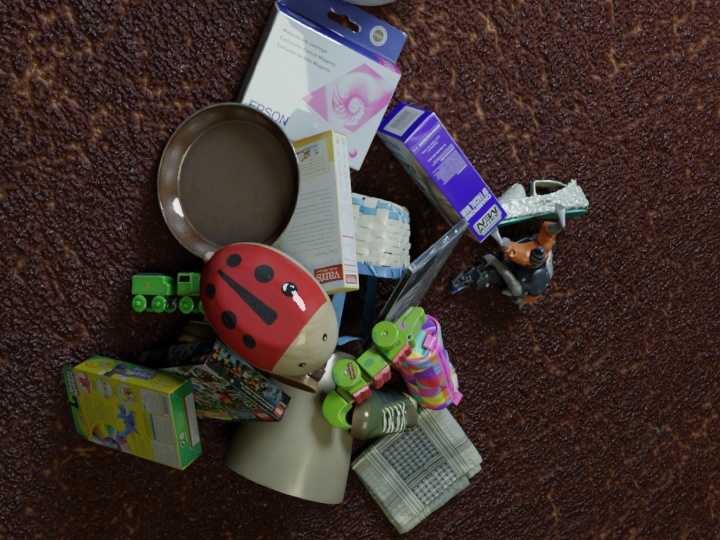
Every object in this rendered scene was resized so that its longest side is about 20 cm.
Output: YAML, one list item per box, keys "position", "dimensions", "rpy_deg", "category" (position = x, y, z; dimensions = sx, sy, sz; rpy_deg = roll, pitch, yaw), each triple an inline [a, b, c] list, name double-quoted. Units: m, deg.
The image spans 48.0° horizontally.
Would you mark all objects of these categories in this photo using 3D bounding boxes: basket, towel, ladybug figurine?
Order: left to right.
- position: [-0.117, 0.045, 0.977]
  dimensions: [0.199, 0.072, 0.137]
  rpy_deg: [36, 90, 6]
  category: "ladybug figurine"
- position: [0.000, 0.000, 1.124]
  dimensions: [0.137, 0.176, 0.203]
  rpy_deg: [5, 89, 14]
  category: "basket"
- position: [0.100, 0.331, 1.363]
  dimensions: [0.192, 0.035, 0.201]
  rpy_deg: [-38, 119, -7]
  category: "towel"

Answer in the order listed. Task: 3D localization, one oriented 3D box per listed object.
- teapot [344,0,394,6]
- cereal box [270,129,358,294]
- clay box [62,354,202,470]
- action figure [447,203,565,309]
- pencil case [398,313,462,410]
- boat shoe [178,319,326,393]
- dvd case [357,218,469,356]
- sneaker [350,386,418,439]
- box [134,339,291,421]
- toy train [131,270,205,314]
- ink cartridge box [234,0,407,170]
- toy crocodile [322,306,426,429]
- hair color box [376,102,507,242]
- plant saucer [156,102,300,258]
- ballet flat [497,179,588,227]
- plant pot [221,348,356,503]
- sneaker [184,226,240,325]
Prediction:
- position: [0.021, -0.424, 0.997]
  dimensions: [0.199, 0.146, 0.199]
  rpy_deg: [-32, 117, -8]
  category: "teapot"
- position: [-0.075, -0.065, 1.047]
  dimensions: [0.039, 0.142, 0.203]
  rpy_deg: [6, 78, -56]
  category: "cereal box"
- position: [-0.307, 0.184, 1.078]
  dimensions: [0.047, 0.198, 0.117]
  rpy_deg: [-34, 127, -53]
  category: "clay box"
- position: [0.238, -0.002, 1.254]
  dimensions: [0.198, 0.105, 0.194]
  rpy_deg: [-27, 145, -7]
  category: "action figure"
- position: [0.101, 0.142, 1.229]
  dimensions: [0.088, 0.088, 0.201]
  rpy_deg: [-38, 146, -6]
  category: "pencil case"
- position: [-0.137, 0.098, 1.062]
  dimensions: [0.197, 0.071, 0.071]
  rpy_deg: [17, 73, 5]
  category: "boat shoe"
- position: [0.074, 0.028, 1.153]
  dimensions: [0.148, 0.016, 0.201]
  rpy_deg: [-39, 165, -42]
  category: "dvd case"
- position: [0.042, 0.208, 1.196]
  dimensions: [0.088, 0.200, 0.068]
  rpy_deg: [8, 91, 8]
  category: "sneaker"
- position: [-0.203, 0.152, 1.083]
  dimensions: [0.136, 0.199, 0.038]
  rpy_deg: [43, 56, -28]
  category: "box"
- position: [-0.212, 0.029, 1.059]
  dimensions: [0.197, 0.042, 0.057]
  rpy_deg: [0, 88, 17]
  category: "toy train"
- position: [-0.047, -0.263, 1.086]
  dimensions: [0.194, 0.043, 0.202]
  rpy_deg: [19, 101, -27]
  category: "ink cartridge box"
- position: [0.021, 0.129, 1.102]
  dimensions: [0.200, 0.062, 0.068]
  rpy_deg: [-44, 155, -13]
  category: "toy crocodile"
- position: [0.115, -0.140, 1.159]
  dimensions: [0.065, 0.109, 0.200]
  rpy_deg: [-45, 118, -2]
  category: "hair color box"
- position: [-0.165, -0.110, 1.038]
  dimensions: [0.197, 0.034, 0.204]
  rpy_deg: [0, 91, 16]
  category: "plant saucer"
- position: [0.266, -0.106, 1.270]
  dimensions: [0.197, 0.072, 0.073]
  rpy_deg: [-9, 112, -22]
  category: "ballet flat"
- position: [-0.080, 0.206, 1.175]
  dimensions: [0.186, 0.187, 0.203]
  rpy_deg: [22, 84, -28]
  category: "plant pot"
- position: [-0.171, 0.019, 1.123]
  dimensions: [0.092, 0.070, 0.202]
  rpy_deg: [14, 104, -34]
  category: "sneaker"
